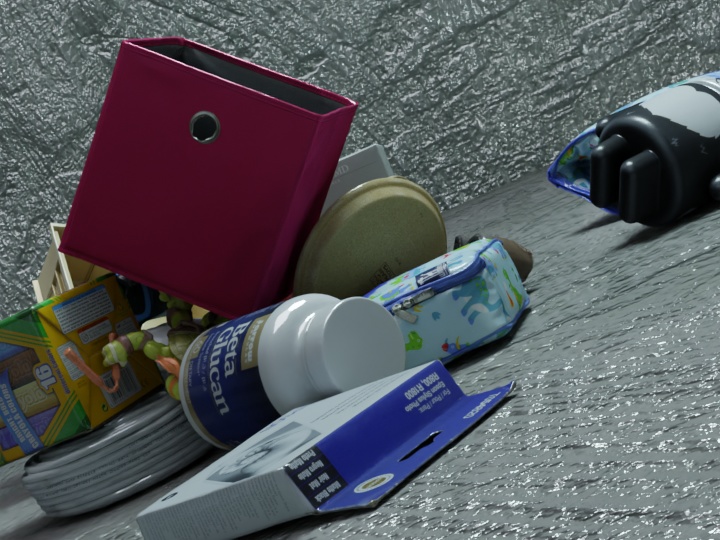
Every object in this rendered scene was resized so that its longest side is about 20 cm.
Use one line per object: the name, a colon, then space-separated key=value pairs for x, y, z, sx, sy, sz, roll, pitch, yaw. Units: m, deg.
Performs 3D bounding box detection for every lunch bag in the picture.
lunch bag: x=0.060 y=0.039 z=1.321 sx=0.160 sy=0.083 sz=0.200 roll=-26 pitch=2 yaw=17
lunch bag: x=0.344 y=-0.149 z=1.767 sx=0.169 sy=0.128 sz=0.199 roll=-27 pitch=15 yaw=-38

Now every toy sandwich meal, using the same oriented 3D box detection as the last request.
toy sandwich meal: x=0.000 y=0.000 z=1.447 sx=0.204 sy=0.207 sz=0.070 roll=-26 pitch=35 yaw=-27

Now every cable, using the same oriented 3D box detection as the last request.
cable: x=-0.223 y=0.168 z=1.401 sx=0.199 sy=0.070 sz=0.200 roll=-21 pitch=6 yaw=39

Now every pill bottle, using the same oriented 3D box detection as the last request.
pill bottle: x=-0.055 y=0.081 z=1.207 sx=0.111 sy=0.112 sz=0.199 roll=-27 pitch=4 yaw=-39

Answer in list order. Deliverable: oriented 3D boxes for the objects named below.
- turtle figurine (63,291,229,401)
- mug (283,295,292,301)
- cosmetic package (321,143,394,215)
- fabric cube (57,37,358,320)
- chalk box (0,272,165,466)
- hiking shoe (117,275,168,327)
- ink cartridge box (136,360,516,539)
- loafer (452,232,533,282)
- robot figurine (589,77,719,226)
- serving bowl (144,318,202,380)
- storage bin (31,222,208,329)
turtle figurine: x=-0.162 y=0.067 z=1.350 sx=0.162 sy=0.199 sz=0.065 roll=-88 pitch=21 yaw=-57
mug: x=-0.081 y=0.011 z=1.670 sx=0.177 sy=0.201 sz=0.133 roll=-26 pitch=5 yaw=-17
cosmetic package: x=0.011 y=-0.024 z=1.562 sx=0.106 sy=0.201 sz=0.090 roll=-24 pitch=3 yaw=6
fabric cube: x=-0.137 y=-0.090 z=1.378 sx=0.195 sy=0.201 sz=0.200 roll=22 pitch=12 yaw=6
chalk box: x=-0.309 y=0.101 z=1.394 sx=0.199 sy=0.125 sz=0.124 roll=-21 pitch=5 yaw=32
hiking shoe: x=-0.264 y=0.046 z=1.535 sx=0.086 sy=0.075 sz=0.200 roll=-5 pitch=-28 yaw=-48
ink cartridge box: x=-0.022 y=0.120 z=0.998 sx=0.199 sy=0.041 sz=0.199 roll=-22 pitch=5 yaw=37
loafer: x=0.135 y=0.003 z=1.554 sx=0.070 sy=0.074 sz=0.200 roll=10 pitch=-1 yaw=-6
robot figurine: x=0.324 y=-0.123 z=1.522 sx=0.199 sy=0.151 sz=0.125 roll=-26 pitch=-11 yaw=-28
serving bowl: x=-0.168 y=0.090 z=1.520 sx=0.198 sy=0.066 sz=0.200 roll=-4 pitch=-14 yaw=-1
storage bin: x=-0.264 y=0.054 z=1.742 sx=0.199 sy=0.199 sz=0.094 roll=6 pitch=-49 yaw=-32
